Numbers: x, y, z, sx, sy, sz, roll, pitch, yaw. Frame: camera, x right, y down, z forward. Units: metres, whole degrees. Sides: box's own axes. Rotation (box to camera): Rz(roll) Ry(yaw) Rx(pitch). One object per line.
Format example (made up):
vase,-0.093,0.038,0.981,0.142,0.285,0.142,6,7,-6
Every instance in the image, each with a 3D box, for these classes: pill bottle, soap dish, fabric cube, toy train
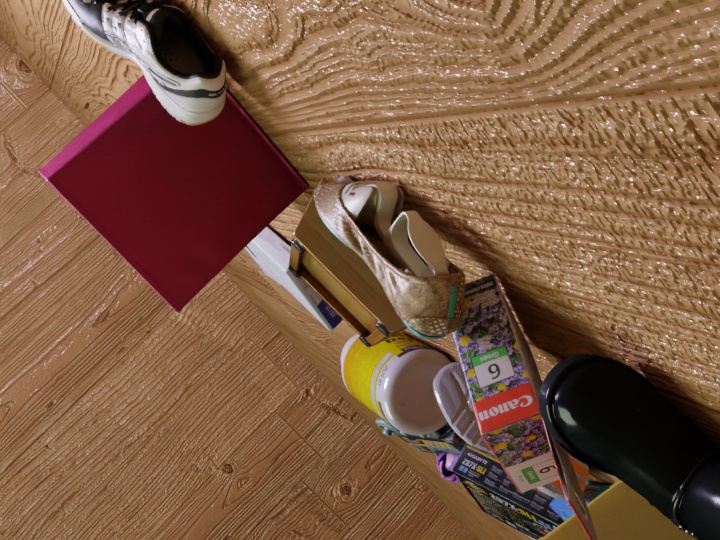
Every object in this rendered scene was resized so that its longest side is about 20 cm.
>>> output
pill bottle,0.044,0.137,1.221,0.109,0.109,0.200,49,169,-21
soap dish,0.000,0.000,0.919,0.157,0.081,0.200,45,169,3
fabric cube,-0.217,-0.104,1.047,0.196,0.199,0.200,48,170,-21
toy train,0.106,0.219,1.347,0.114,0.085,0.200,35,159,-18

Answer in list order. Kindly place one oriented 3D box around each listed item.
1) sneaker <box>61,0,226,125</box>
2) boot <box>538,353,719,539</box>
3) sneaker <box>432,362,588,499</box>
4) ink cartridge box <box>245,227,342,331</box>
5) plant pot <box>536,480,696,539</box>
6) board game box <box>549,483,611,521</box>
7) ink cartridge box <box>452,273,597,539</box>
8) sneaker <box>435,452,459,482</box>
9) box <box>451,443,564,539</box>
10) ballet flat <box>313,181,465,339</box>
sneaker,-0.197,-0.231,0.868,0.200,0.076,0.088,42,155,0
boot,0.222,0.136,0.586,0.198,0.073,0.162,41,174,-19
sneaker,0.160,0.189,1.041,0.200,0.078,0.112,43,169,15
ink cartridge box,-0.129,-0.010,1.530,0.200,0.041,0.200,38,168,36
plant pot,0.242,0.278,0.792,0.177,0.200,0.200,54,174,19
board game box,0.301,0.304,1.029,0.152,0.045,0.200,44,169,7
ink cartridge box,0.120,0.113,0.711,0.109,0.050,0.200,56,-163,-47
sneaker,0.153,0.286,1.446,0.080,0.088,0.200,43,171,2
box,0.236,0.323,1.253,0.200,0.049,0.160,21,156,36
ballet flat,0.026,-0.031,0.747,0.200,0.070,0.065,50,136,38
